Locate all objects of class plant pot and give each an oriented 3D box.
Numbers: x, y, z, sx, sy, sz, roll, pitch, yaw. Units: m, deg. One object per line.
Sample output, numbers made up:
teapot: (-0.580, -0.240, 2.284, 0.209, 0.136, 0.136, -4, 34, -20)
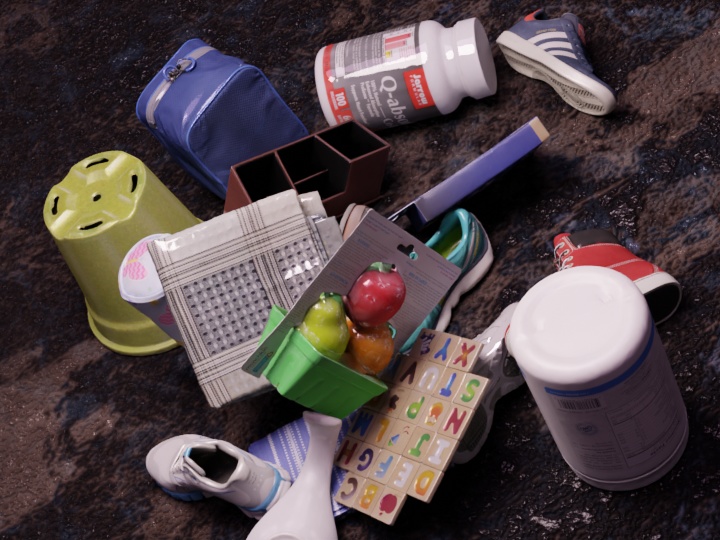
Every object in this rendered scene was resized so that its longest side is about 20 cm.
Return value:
plant pot: (-0.270, -0.034, 1.845, 0.200, 0.184, 0.201, -14, 47, 15)

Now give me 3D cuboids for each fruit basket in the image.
fruit basket: (-0.009, 0.044, 1.567, 0.094, 0.185, 0.200, 37, 94, 38)

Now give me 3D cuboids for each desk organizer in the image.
desk organizer: (-0.061, -0.100, 1.804, 0.072, 0.077, 0.200, 37, 44, 28)

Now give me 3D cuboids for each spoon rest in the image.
spoon rest: (-0.058, 0.243, 1.572, 0.099, 0.061, 0.200, 14, 83, 10)

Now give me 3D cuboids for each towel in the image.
towel: (-0.097, 0.026, 1.641, 0.200, 0.035, 0.193, -20, 84, -17)
towel: (-0.013, 0.194, 1.646, 0.200, 0.024, 0.145, -26, 44, 1)

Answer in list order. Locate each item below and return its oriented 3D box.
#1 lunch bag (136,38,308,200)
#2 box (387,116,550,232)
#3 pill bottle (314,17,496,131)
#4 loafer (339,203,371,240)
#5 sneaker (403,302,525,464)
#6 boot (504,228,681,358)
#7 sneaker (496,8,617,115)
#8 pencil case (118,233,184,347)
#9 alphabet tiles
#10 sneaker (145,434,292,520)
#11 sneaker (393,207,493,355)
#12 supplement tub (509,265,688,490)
lunch bag: (-0.176, -0.182, 1.915, 0.132, 0.200, 0.136, 29, 74, 43)
box: (0.115, -0.096, 1.766, 0.200, 0.121, 0.032, -33, 88, -4)
pill bottle: (0.055, -0.236, 1.906, 0.200, 0.116, 0.116, -12, 48, 17)
loafer: (0.000, 0.000, 1.763, 0.063, 0.072, 0.200, 4, 40, 11)
sneaker: (0.107, 0.102, 1.617, 0.099, 0.078, 0.200, 13, 51, 38)
boot: (0.208, 0.022, 1.622, 0.200, 0.072, 0.144, -19, 40, -24)
sneaker: (0.247, -0.254, 1.857, 0.085, 0.075, 0.200, -42, 47, -6)
pencil case: (-0.181, 0.038, 1.734, 0.091, 0.200, 0.083, -42, 52, 2)
alphabet tiles: (0.047, 0.152, 1.572, 0.166, 0.006, 0.200, 13, 73, 55)
sneaker: (-0.165, 0.200, 1.651, 0.200, 0.087, 0.075, 4, 63, 43)
sneaker: (0.065, 0.015, 1.714, 0.077, 0.080, 0.200, 20, 65, 37)
supplement tub: (0.226, 0.102, 1.479, 0.132, 0.200, 0.132, -13, 49, 15)
